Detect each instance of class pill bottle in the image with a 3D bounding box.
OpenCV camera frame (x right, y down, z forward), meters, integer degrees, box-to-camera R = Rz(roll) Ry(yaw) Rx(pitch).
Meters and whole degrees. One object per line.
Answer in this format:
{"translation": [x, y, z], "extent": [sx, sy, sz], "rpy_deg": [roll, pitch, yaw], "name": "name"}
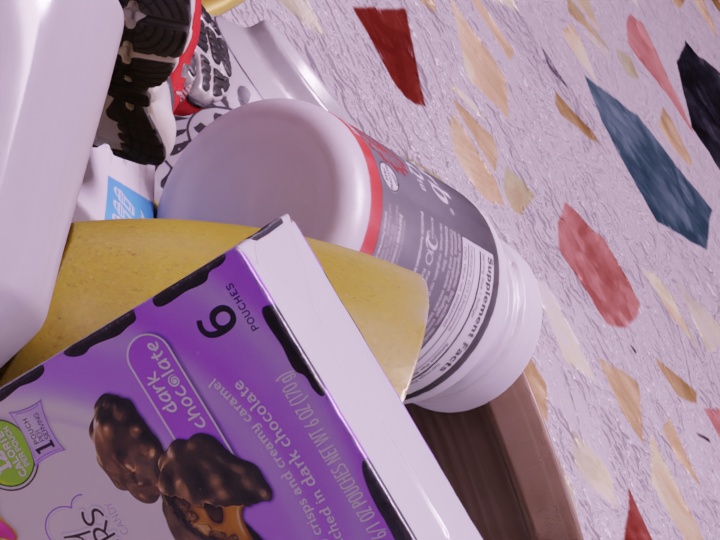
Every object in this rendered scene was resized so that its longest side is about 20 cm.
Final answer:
{"translation": [0.000, 0.000, 1.428], "extent": [0.200, 0.116, 0.116], "rpy_deg": [29, 35, -55], "name": "pill bottle"}

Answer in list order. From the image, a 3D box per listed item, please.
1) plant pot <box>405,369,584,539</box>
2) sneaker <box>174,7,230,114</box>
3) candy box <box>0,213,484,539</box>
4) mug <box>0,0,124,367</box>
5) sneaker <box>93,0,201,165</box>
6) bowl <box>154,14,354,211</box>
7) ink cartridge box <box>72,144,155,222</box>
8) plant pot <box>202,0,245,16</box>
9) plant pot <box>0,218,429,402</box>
{"translation": [0.049, 0.101, 1.586], "extent": [0.201, 0.093, 0.201], "rpy_deg": [159, -90, -87], "name": "plant pot"}
{"translation": [-0.135, -0.132, 1.461], "extent": [0.200, 0.085, 0.077], "rpy_deg": [51, 5, 37], "name": "sneaker"}
{"translation": [-0.073, 0.103, 1.115], "extent": [0.168, 0.200, 0.072], "rpy_deg": [59, 18, -2], "name": "candy box"}
{"translation": [-0.164, -0.033, 1.166], "extent": [0.187, 0.149, 0.153], "rpy_deg": [29, 59, -52], "name": "mug"}
{"translation": [-0.101, -0.120, 1.256], "extent": [0.200, 0.077, 0.085], "rpy_deg": [109, -1, -67], "name": "sneaker"}
{"translation": [-0.060, -0.069, 1.538], "extent": [0.201, 0.094, 0.201], "rpy_deg": [52, 5, -7], "name": "bowl"}
{"translation": [-0.177, -0.077, 1.338], "extent": [0.200, 0.068, 0.115], "rpy_deg": [49, 20, -31], "name": "ink cartridge box"}
{"translation": [-0.115, -0.265, 1.636], "extent": [0.189, 0.201, 0.201], "rpy_deg": [49, 14, 17], "name": "plant pot"}
{"translation": [-0.082, 0.056, 1.235], "extent": [0.142, 0.200, 0.200], "rpy_deg": [29, 26, -12], "name": "plant pot"}
